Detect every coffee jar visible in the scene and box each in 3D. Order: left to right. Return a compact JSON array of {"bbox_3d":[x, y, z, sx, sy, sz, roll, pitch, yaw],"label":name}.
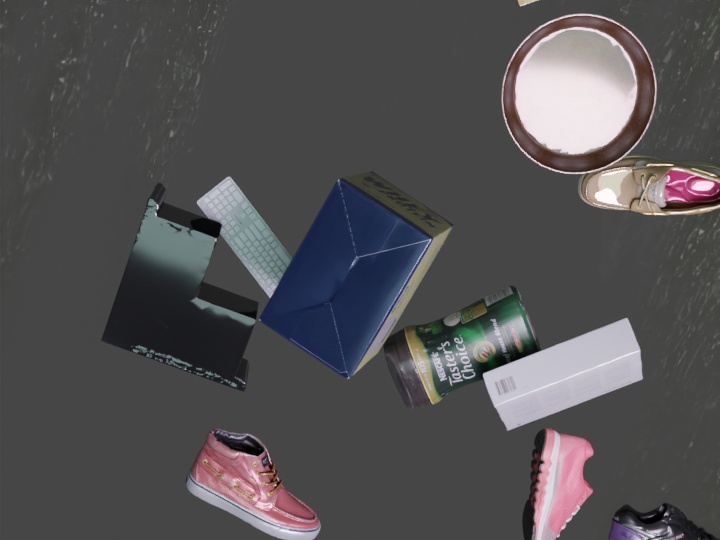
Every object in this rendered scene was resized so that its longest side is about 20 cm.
[{"bbox_3d":[0.133,0.104,1.793,0.197,0.086,0.105,-22,110,6],"label":"coffee jar"}]

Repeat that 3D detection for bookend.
[{"bbox_3d":[-0.208,0.021,1.762,0.196,0.092,0.203,19,104,-7],"label":"bookend"}]

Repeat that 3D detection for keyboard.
[{"bbox_3d":[-0.133,-0.028,1.791,0.056,0.011,0.201,-35,104,9],"label":"keyboard"}]

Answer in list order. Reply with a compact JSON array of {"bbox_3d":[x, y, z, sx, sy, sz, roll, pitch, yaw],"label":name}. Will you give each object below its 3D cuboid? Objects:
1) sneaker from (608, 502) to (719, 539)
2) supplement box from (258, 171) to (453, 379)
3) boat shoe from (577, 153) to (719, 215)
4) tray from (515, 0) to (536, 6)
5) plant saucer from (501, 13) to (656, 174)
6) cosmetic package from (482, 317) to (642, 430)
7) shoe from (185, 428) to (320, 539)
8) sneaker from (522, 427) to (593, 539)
[{"bbox_3d":[0.444,0.370,1.884,0.196,0.076,0.089,4,101,-2],"label":"sneaker"},{"bbox_3d":[0.000,0.000,1.685,0.133,0.200,0.202,32,102,6],"label":"supplement box"},{"bbox_3d":[0.380,-0.108,1.743,0.196,0.069,0.075,-2,107,0],"label":"boat shoe"},{"bbox_3d":[0.212,-0.437,1.662,0.097,0.037,0.203,-17,107,4],"label":"tray"},{"bbox_3d":[0.275,-0.225,1.726,0.197,0.035,0.204,0,106,0],"label":"plant saucer"},{"bbox_3d":[0.266,0.138,1.774,0.197,0.151,0.052,-21,66,5],"label":"cosmetic package"},{"bbox_3d":[-0.134,0.291,1.852,0.198,0.072,0.092,25,110,-3],"label":"shoe"},{"bbox_3d":[0.274,0.318,1.865,0.085,0.074,0.203,5,106,-4],"label":"sneaker"}]
